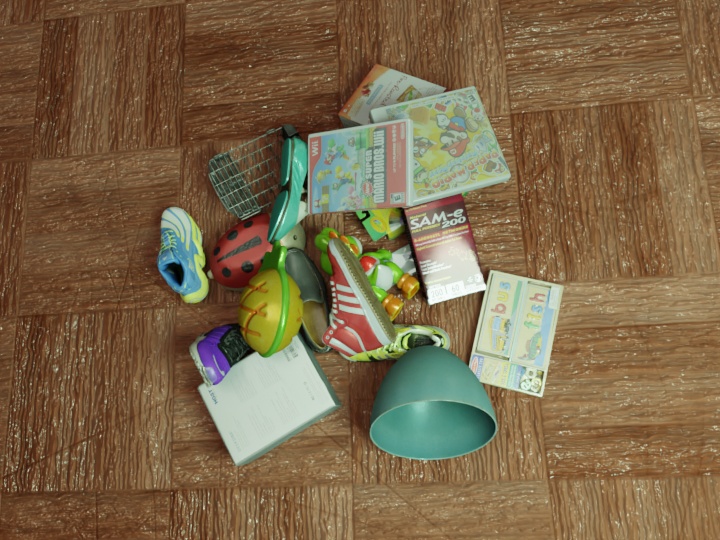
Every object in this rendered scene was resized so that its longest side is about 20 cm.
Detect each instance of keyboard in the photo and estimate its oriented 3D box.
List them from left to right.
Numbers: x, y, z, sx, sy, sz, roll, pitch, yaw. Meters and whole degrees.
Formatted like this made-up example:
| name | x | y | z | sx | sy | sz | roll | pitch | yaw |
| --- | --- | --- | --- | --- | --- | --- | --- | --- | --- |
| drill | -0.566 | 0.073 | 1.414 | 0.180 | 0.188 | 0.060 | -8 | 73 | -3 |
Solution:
| name | x | y | z | sx | sy | sz | roll | pitch | yaw |
| --- | --- | --- | --- | --- | --- | --- | --- | --- | --- |
| keyboard | 0.094 | -0.021 | 1.130 | 0.199 | 0.011 | 0.056 | -28 | 70 | 1 |

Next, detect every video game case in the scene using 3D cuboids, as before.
| name | x | y | z | sx | sy | sz | roll | pitch | yaw |
| --- | --- | --- | --- | --- | --- | --- | --- | --- | --- |
| video game case | -0.003 | -0.172 | 1.031 | 0.199 | 0.017 | 0.144 | -2 | 87 | 30 |
| video game case | 0.135 | -0.215 | 1.043 | 0.199 | 0.023 | 0.183 | -16 | 77 | -12 |

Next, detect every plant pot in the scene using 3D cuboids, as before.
| name | x | y | z | sx | sy | sz | roll | pitch | yaw |
| --- | --- | --- | --- | --- | --- | --- | --- | --- | --- |
| plant pot | 0.113 | 0.204 | 0.999 | 0.199 | 0.200 | 0.135 | -6 | 48 | 6 |

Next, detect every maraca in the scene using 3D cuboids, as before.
| name | x | y | z | sx | sy | sz | roll | pitch | yaw |
| --- | --- | --- | --- | --- | --- | --- | --- | --- | --- |
| maraca | -0.151 | 0.048 | 1.030 | 0.107 | 0.137 | 0.201 | 14 | 60 | -30 |

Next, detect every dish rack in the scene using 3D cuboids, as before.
| name | x | y | z | sx | sy | sz | roll | pitch | yaw |
| --- | --- | --- | --- | --- | --- | --- | --- | --- | --- |
| dish rack | -0.181 | -0.184 | 1.162 | 0.200 | 0.055 | 0.154 | -28 | 74 | -11 |

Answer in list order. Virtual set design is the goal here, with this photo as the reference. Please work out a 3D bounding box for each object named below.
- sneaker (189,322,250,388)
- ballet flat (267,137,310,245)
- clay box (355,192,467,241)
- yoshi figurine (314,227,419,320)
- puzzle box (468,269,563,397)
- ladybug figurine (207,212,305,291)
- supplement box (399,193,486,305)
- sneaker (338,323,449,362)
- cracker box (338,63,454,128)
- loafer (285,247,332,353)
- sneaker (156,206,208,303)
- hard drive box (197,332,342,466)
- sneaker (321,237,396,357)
| name | x | y | z | sx | sy | sz | roll | pitch | yaw |
| --- | --- | --- | --- | --- | --- | --- | --- | --- | --- |
| sneaker | -0.230 | 0.131 | 1.050 | 0.099 | 0.200 | 0.070 | -23 | 104 | -4 |
| ballet flat | -0.116 | -0.138 | 1.093 | 0.070 | 0.067 | 0.201 | 13 | 80 | -25 |
| clay box | 0.086 | -0.144 | 1.137 | 0.200 | 0.048 | 0.115 | -31 | 73 | 2 |
| yoshi figurine | 0.002 | 0.002 | 1.098 | 0.200 | 0.112 | 0.112 | 38 | 115 | 11 |
| puzzle box | 0.270 | 0.108 | 1.068 | 0.133 | 0.025 | 0.201 | 12 | 79 | 11 |
| ladybug figurine | -0.199 | -0.037 | 1.140 | 0.200 | 0.072 | 0.136 | -31 | 76 | 0 |
| supplement box | 0.142 | -0.050 | 1.073 | 0.108 | 0.061 | 0.201 | -16 | 91 | 0 |
| sneaker | 0.055 | 0.121 | 1.068 | 0.199 | 0.076 | 0.076 | -6 | 78 | 8 |
| cracker box | 0.077 | -0.295 | 1.141 | 0.200 | 0.058 | 0.134 | 28 | 76 | 25 |
| loafer | -0.090 | 0.051 | 1.085 | 0.073 | 0.072 | 0.201 | -23 | 88 | -4 |
| sneaker | -0.341 | -0.040 | 1.142 | 0.076 | 0.105 | 0.201 | -23 | 76 | 2 |
| hard drive box | -0.159 | 0.222 | 1.074 | 0.200 | 0.077 | 0.156 | -30 | 75 | 0 |
| sneaker | -0.033 | 0.052 | 1.022 | 0.112 | 0.071 | 0.201 | -27 | 94 | 20 |
